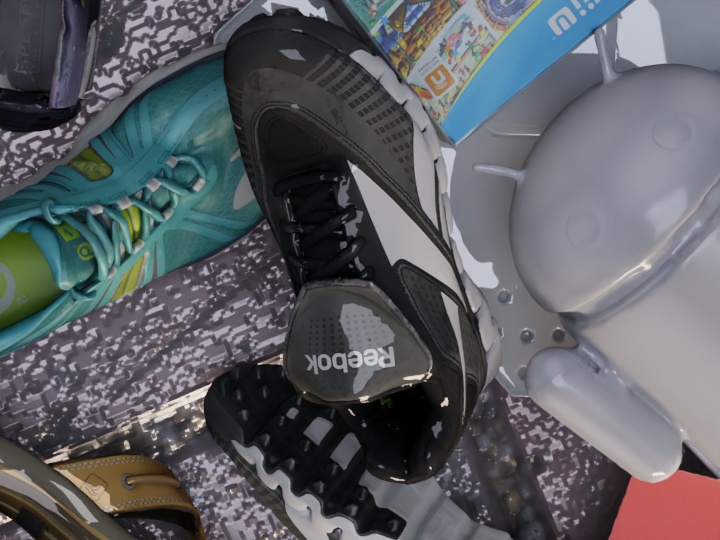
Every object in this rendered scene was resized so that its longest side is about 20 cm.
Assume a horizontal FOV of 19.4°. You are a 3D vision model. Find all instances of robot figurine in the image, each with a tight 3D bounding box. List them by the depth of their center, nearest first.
[{"bbox_3d":[0.137,0.001,0.812,0.200,0.113,0.170,42,80,-12],"label":"robot figurine"}]

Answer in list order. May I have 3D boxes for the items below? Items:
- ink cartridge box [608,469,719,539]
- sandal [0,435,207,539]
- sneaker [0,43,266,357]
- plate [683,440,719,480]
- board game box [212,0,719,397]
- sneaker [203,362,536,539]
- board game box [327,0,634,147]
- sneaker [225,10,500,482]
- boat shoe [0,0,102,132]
[{"bbox_3d":[0.161,0.194,0.889,0.160,0.050,0.201,14,111,-10],"label":"ink cartridge box"},{"bbox_3d":[-0.107,0.091,0.850,0.200,0.080,0.054,36,70,-7],"label":"sandal"},{"bbox_3d":[-0.098,-0.016,0.819,0.200,0.080,0.078,-34,103,3],"label":"sneaker"},{"bbox_3d":[0.242,0.042,0.906,0.200,0.032,0.200,-43,102,-1],"label":"plate"},{"bbox_3d":[0.074,-0.085,0.868,0.200,0.026,0.200,-42,101,-1],"label":"board game box"},{"bbox_3d":[0.010,0.120,0.864,0.200,0.066,0.091,35,130,6],"label":"sneaker"},{"bbox_3d":[0.027,-0.172,0.804,0.147,0.064,0.200,-39,102,-2],"label":"board game box"},{"bbox_3d":[0.000,0.000,0.776,0.066,0.091,0.200,-8,129,22],"label":"sneaker"},{"bbox_3d":[-0.125,-0.150,0.796,0.074,0.093,0.201,-4,99,-8],"label":"boat shoe"}]
